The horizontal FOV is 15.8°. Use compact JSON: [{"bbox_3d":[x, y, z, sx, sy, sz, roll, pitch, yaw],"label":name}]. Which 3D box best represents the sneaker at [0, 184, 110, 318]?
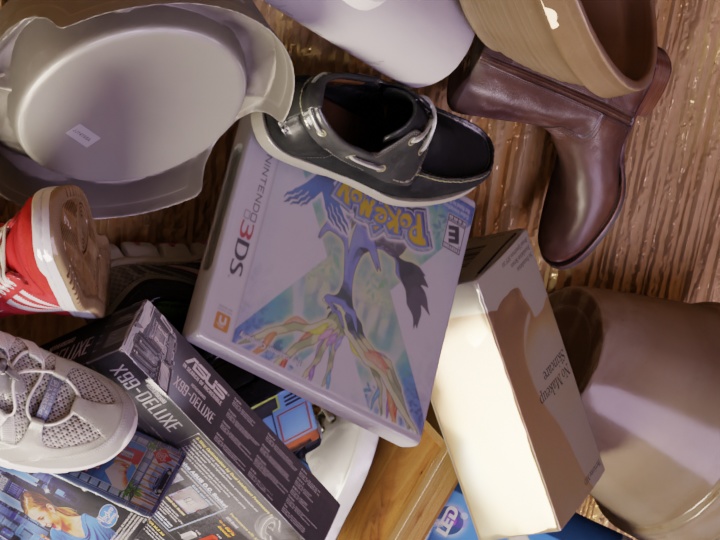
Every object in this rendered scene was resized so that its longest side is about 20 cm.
[{"bbox_3d":[-0.216,-0.008,1.568,0.112,0.072,0.200,2,168,1],"label":"sneaker"}]

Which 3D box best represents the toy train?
[{"bbox_3d":[-0.120,0.135,1.833,0.199,0.087,0.115,-26,129,-17],"label":"toy train"}]

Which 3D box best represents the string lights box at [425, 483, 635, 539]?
[{"bbox_3d":[0.116,0.227,2.035,0.199,0.059,0.103,25,114,-1],"label":"string lights box"}]

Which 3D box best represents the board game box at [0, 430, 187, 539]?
[{"bbox_3d":[-0.243,0.134,1.677,0.200,0.199,0.062,-50,-172,46],"label":"board game box"}]

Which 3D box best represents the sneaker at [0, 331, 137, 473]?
[{"bbox_3d":[-0.231,0.068,1.569,0.199,0.075,0.082,17,161,-7],"label":"sneaker"}]

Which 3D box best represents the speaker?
[{"bbox_3d":[-0.011,-0.185,1.639,0.081,0.081,0.200,-51,139,10],"label":"speaker"}]

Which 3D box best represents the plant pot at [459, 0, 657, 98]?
[{"bbox_3d":[0.116,-0.202,1.684,0.092,0.202,0.201,-16,146,21],"label":"plant pot"}]

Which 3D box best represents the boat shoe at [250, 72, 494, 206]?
[{"bbox_3d":[0.022,-0.089,1.715,0.199,0.072,0.067,13,156,-42],"label":"boat shoe"}]

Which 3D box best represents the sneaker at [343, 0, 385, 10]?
[{"bbox_3d":[0.017,-0.252,1.517,0.074,0.118,0.202,-39,121,-54],"label":"sneaker"}]

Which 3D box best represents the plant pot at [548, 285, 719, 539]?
[{"bbox_3d":[0.211,0.097,2.012,0.173,0.200,0.200,27,106,-33],"label":"plant pot"}]

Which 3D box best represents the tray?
[{"bbox_3d":[0.006,0.184,1.965,0.037,0.099,0.201,7,120,-44],"label":"tray"}]

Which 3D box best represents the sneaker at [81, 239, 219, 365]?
[{"bbox_3d":[-0.094,0.025,1.728,0.199,0.088,0.074,-4,133,-24],"label":"sneaker"}]

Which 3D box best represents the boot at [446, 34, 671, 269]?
[{"bbox_3d":[0.118,-0.100,1.836,0.199,0.064,0.187,11,104,-49],"label":"boot"}]

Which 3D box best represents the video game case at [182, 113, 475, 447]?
[{"bbox_3d":[-0.016,-0.002,1.725,0.199,0.022,0.183,28,66,-35],"label":"video game case"}]

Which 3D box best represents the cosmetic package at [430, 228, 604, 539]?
[{"bbox_3d":[0.103,0.083,1.881,0.105,0.071,0.201,-45,120,-55],"label":"cosmetic package"}]

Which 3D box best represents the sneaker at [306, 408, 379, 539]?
[{"bbox_3d":[-0.044,0.148,1.917,0.084,0.073,0.201,22,95,-12],"label":"sneaker"}]

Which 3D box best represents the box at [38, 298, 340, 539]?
[{"bbox_3d":[-0.135,0.123,1.697,0.157,0.050,0.200,-24,117,40],"label":"box"}]

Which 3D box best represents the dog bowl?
[{"bbox_3d":[-0.142,-0.114,1.565,0.199,0.059,0.201,-13,146,-9],"label":"dog bowl"}]
